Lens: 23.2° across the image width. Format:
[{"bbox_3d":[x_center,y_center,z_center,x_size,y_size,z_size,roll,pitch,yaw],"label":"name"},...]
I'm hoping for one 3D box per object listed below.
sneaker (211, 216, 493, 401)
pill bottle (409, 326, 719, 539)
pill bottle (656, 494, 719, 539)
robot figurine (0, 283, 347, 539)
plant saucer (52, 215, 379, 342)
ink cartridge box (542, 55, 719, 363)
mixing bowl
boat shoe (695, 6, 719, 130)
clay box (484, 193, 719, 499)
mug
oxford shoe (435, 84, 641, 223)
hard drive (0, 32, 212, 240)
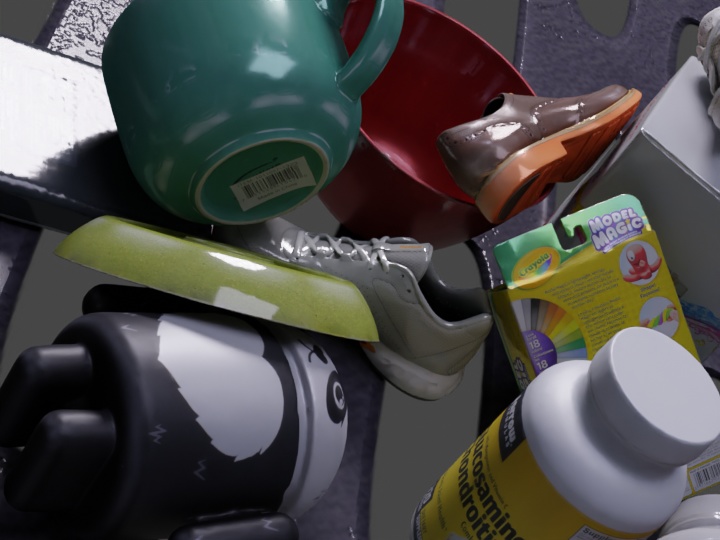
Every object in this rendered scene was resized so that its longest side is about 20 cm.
[{"bbox_3d":[0.000,0.000,1.151,0.199,0.092,0.076,29,40,-12],"label":"sneaker"},{"bbox_3d":[0.122,0.125,1.039,0.111,0.200,0.113,22,40,-20],"label":"pill bottle"},{"bbox_3d":[0.210,0.234,1.075,0.113,0.113,0.201,35,39,-5],"label":"pill bottle"},{"bbox_3d":[-0.100,0.083,0.958,0.198,0.124,0.152,2,87,-37],"label":"robot figurine"},{"bbox_3d":[-0.081,0.001,1.031,0.198,0.031,0.200,16,0,0],"label":"plant saucer"},{"bbox_3d":[0.219,-0.021,1.263,0.144,0.200,0.145,40,37,1],"label":"ink cartridge box"},{"bbox_3d":[0.033,-0.087,1.252,0.199,0.109,0.201,21,42,-20],"label":"mixing bowl"},{"bbox_3d":[0.264,-0.151,1.221,0.069,0.071,0.200,35,31,5],"label":"boat shoe"},{"bbox_3d":[0.162,0.061,1.158,0.114,0.048,0.202,-20,92,-15],"label":"clay box"},{"bbox_3d":[-0.068,-0.108,1.074,0.151,0.185,0.115,2,54,-33],"label":"mug"},{"bbox_3d":[0.127,-0.100,1.201,0.073,0.072,0.199,44,38,14],"label":"oxford shoe"},{"bbox_3d":[-0.192,-0.084,1.125,0.198,0.033,0.140,16,43,-27],"label":"hard drive"}]
